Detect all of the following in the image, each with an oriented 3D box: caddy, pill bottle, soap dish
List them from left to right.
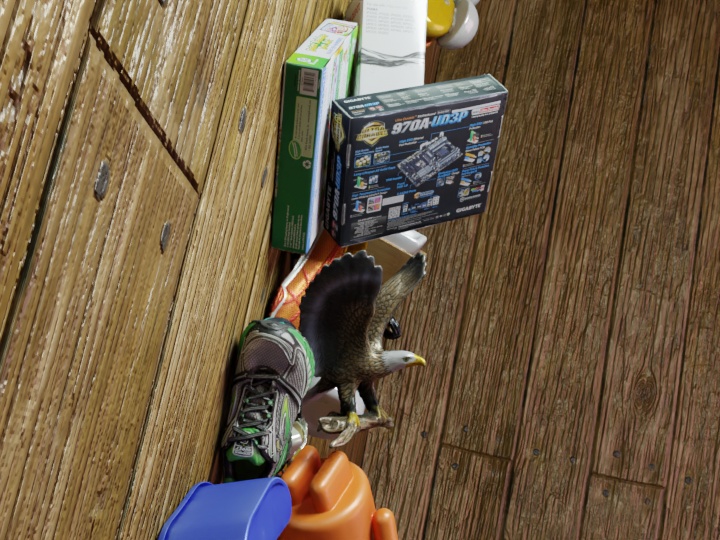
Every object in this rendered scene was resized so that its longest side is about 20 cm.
[{"bbox_3d":[-0.116,0.261,0.803,0.200,0.103,0.144,-53,129,-77],"label":"caddy"},{"bbox_3d":[-0.033,0.125,1.312,0.201,0.109,0.112,-73,171,-46],"label":"pill bottle"},{"bbox_3d":[0.015,-0.040,1.347,0.082,0.156,0.200,-63,176,6],"label":"soap dish"}]

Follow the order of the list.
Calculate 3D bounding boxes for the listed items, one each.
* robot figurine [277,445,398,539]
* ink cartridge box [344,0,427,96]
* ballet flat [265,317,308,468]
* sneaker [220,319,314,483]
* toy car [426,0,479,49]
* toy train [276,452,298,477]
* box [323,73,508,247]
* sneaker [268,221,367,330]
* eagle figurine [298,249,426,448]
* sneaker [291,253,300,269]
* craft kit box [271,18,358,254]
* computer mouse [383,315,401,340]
[{"bbox_3d":[-0.033,0.297,1.069,0.117,0.142,0.203,-116,-168,-61],"label":"robot figurine"},{"bbox_3d":[0.025,-0.225,1.140,0.147,0.081,0.204,-179,-89,-81],"label":"ink cartridge box"},{"bbox_3d":[-0.087,0.149,1.006,0.073,0.072,0.203,-67,163,-65],"label":"ballet flat"},{"bbox_3d":[-0.093,0.139,0.917,0.085,0.077,0.203,-67,167,-62],"label":"sneaker"},{"bbox_3d":[0.094,-0.435,1.500,0.149,0.174,0.203,-29,-140,50],"label":"toy car"},{"bbox_3d":[-0.090,0.248,1.171,0.116,0.083,0.203,-92,-174,-58],"label":"toy train"},{"bbox_3d":[0.059,-0.121,1.038,0.046,0.197,0.161,51,-34,43],"label":"box"},{"bbox_3d":[-0.051,0.029,1.062,0.202,0.076,0.073,-62,174,-17],"label":"sneaker"},{"bbox_3d":[0.003,0.078,1.040,0.152,0.148,0.204,-172,-100,-80],"label":"eagle figurine"},{"bbox_3d":[-0.043,0.036,1.192,0.075,0.087,0.202,-75,174,-48],"label":"sneaker"},{"bbox_3d":[-0.048,-0.151,1.029,0.198,0.048,0.203,-64,163,-62],"label":"craft kit box"},{"bbox_3d":[0.000,0.000,1.214,0.034,0.202,0.059,-22,167,-36],"label":"computer mouse"}]
